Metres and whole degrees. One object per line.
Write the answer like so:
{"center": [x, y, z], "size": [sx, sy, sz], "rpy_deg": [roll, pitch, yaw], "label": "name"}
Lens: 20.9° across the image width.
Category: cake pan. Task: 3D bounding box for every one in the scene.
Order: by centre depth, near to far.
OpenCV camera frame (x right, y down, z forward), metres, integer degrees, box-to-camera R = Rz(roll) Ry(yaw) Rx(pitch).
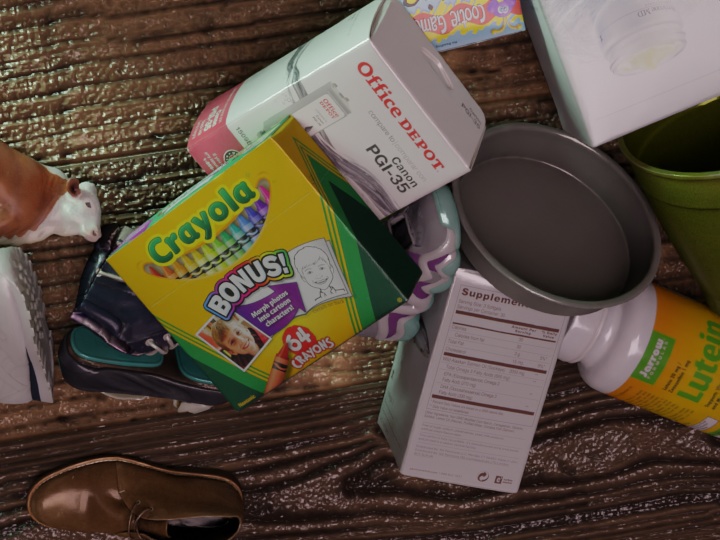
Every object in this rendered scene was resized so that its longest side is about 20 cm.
{"center": [0.166, -0.041, 1.701], "size": [0.200, 0.201, 0.037], "rpy_deg": [15, 140, -14], "label": "cake pan"}

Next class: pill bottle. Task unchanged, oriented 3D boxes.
{"center": [0.268, 0.071, 1.786], "size": [0.200, 0.111, 0.111], "rpy_deg": [21, 104, -16], "label": "pill bottle"}

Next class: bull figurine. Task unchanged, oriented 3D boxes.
{"center": [-0.318, -0.066, 1.656], "size": [0.200, 0.065, 0.122], "rpy_deg": [37, 73, -13], "label": "bull figurine"}

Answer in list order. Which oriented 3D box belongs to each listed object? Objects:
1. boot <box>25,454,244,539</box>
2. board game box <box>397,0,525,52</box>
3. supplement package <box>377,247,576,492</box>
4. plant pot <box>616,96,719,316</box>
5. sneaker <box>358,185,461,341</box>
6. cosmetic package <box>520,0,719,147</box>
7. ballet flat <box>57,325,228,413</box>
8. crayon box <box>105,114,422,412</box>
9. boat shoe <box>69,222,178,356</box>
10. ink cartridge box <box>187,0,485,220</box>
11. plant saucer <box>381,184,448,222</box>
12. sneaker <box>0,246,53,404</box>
{"center": [-0.204, 0.216, 1.778], "size": [0.200, 0.075, 0.074], "rpy_deg": [1, 111, -9], "label": "boot"}
{"center": [0.060, -0.293, 1.626], "size": [0.103, 0.105, 0.200], "rpy_deg": [-15, 110, -3], "label": "board game box"}
{"center": [0.102, 0.080, 1.758], "size": [0.117, 0.117, 0.200], "rpy_deg": [11, 107, -13], "label": "supplement package"}
{"center": [0.348, -0.063, 1.722], "size": [0.200, 0.200, 0.193], "rpy_deg": [-23, 121, -1], "label": "plant pot"}
{"center": [0.000, 0.000, 1.667], "size": [0.140, 0.078, 0.200], "rpy_deg": [-2, 143, -20], "label": "sneaker"}
{"center": [0.242, -0.237, 1.655], "size": [0.199, 0.123, 0.200], "rpy_deg": [-23, 105, -1], "label": "cosmetic package"}
{"center": [-0.175, 0.092, 1.748], "size": [0.200, 0.073, 0.073], "rpy_deg": [8, 108, -19], "label": "ballet flat"}
{"center": [-0.080, -0.003, 1.608], "size": [0.200, 0.058, 0.173], "rpy_deg": [-34, 103, 29], "label": "crayon box"}
{"center": [-0.160, 0.048, 1.710], "size": [0.200, 0.075, 0.093], "rpy_deg": [30, 69, -10], "label": "boat shoe"}
{"center": [-0.019, -0.113, 1.617], "size": [0.200, 0.083, 0.147], "rpy_deg": [-28, 113, 29], "label": "ink cartridge box"}
{"center": [-0.022, -0.088, 1.724], "size": [0.200, 0.031, 0.200], "rpy_deg": [-3, 110, -8], "label": "plant saucer"}
{"center": [-0.309, 0.054, 1.666], "size": [0.080, 0.077, 0.200], "rpy_deg": [-1, 142, -2], "label": "sneaker"}
